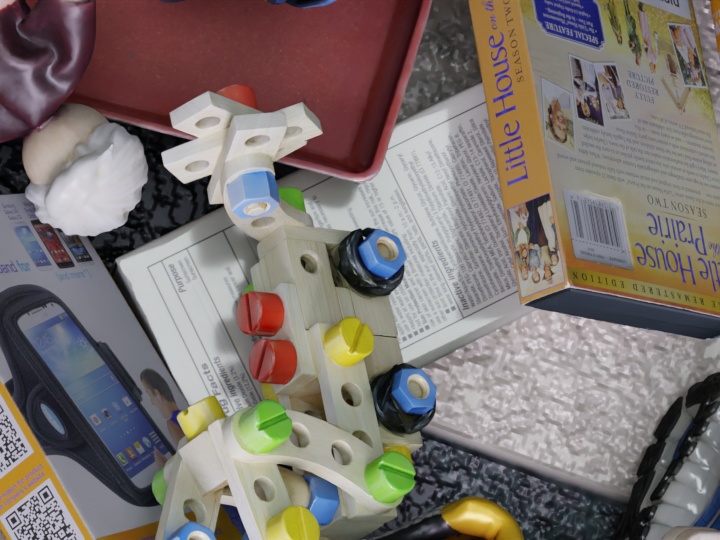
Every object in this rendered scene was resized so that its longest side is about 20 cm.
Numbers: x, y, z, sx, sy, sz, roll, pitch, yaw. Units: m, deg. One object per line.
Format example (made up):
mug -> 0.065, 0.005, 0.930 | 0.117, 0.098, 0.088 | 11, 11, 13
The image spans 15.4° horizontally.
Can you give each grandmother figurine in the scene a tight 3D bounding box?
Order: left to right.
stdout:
grandmother figurine -> -0.154, -0.100, 1.084 | 0.200, 0.121, 0.061 | 55, 39, -12

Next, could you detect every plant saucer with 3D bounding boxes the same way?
plant saucer -> -0.062, -0.142, 1.163 | 0.199, 0.037, 0.201 | 14, 69, 6

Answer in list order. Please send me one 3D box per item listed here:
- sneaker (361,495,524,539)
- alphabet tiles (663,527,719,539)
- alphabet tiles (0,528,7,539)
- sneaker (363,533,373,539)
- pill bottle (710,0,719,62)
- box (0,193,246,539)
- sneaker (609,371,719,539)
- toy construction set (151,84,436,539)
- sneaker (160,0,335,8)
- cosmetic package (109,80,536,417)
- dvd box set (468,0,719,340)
sneaker -> -0.013, 0.147, 1.018 | 0.078, 0.082, 0.200 | 41, 51, 16
alphabet tiles -> 0.194, 0.163, 1.153 | 0.199, 0.015, 0.197 | 7, 90, -43
alphabet tiles -> -0.145, 0.052, 1.102 | 0.015, 0.196, 0.200 | -38, 91, 26
sneaker -> -0.016, 0.160, 1.097 | 0.095, 0.200, 0.079 | -30, 130, 8
pill bottle -> 0.210, -0.137, 1.196 | 0.111, 0.112, 0.201 | -7, 86, -8
box -> -0.128, 0.041, 1.081 | 0.041, 0.119, 0.201 | -35, 78, 24
sneaker -> 0.149, 0.145, 1.175 | 0.089, 0.079, 0.201 | 34, 73, -8
toy construction set -> -0.034, 0.029, 1.059 | 0.131, 0.092, 0.201 | 6, 75, -36
sneaker -> 0.004, -0.137, 1.085 | 0.199, 0.066, 0.079 | 1, 60, 23
cosmetic package -> 0.000, 0.000, 1.174 | 0.199, 0.073, 0.104 | -25, 89, -9
dvd box set -> 0.105, -0.075, 1.155 | 0.146, 0.029, 0.201 | 10, 66, -49
